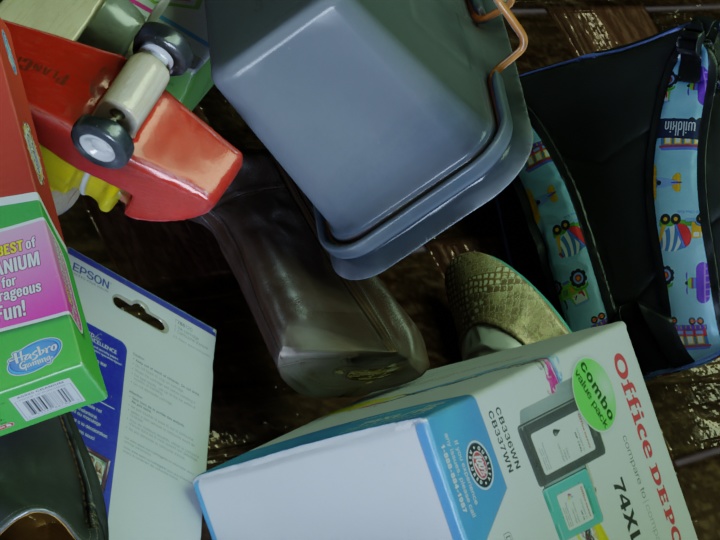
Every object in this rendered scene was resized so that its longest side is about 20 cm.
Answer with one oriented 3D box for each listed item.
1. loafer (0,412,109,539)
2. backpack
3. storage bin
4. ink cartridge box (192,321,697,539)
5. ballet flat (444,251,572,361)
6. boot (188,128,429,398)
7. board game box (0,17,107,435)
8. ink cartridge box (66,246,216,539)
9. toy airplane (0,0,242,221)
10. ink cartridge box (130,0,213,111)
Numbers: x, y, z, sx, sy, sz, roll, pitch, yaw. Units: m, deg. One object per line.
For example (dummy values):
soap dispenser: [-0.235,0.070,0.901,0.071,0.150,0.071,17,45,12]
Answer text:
loafer: [-0.140,0.117,1.304,0.073,0.072,0.200,-10,65,-15]
backpack: [0.175,-0.030,1.767,0.135,0.183,0.200,19,58,-61]
storage bin: [-0.002,-0.120,1.516,0.134,0.146,0.200,46,20,-32]
ink cartridge box: [0.049,0.129,1.472,0.200,0.146,0.147,-23,94,-55]
ballet flat: [0.105,0.079,1.684,0.200,0.071,0.065,50,49,4]
boot: [0.000,0.000,1.574,0.186,0.064,0.200,0,34,-34]
board game box: [-0.211,-0.011,1.331,0.040,0.153,0.200,66,5,-62]
ink cartridge box: [-0.122,0.090,1.434,0.099,0.039,0.200,31,41,-26]
toy airplane: [-0.176,-0.078,1.459,0.200,0.141,0.199,-18,57,-9]
ink cartridge box: [-0.109,-0.154,1.626,0.104,0.059,0.200,30,35,3]
